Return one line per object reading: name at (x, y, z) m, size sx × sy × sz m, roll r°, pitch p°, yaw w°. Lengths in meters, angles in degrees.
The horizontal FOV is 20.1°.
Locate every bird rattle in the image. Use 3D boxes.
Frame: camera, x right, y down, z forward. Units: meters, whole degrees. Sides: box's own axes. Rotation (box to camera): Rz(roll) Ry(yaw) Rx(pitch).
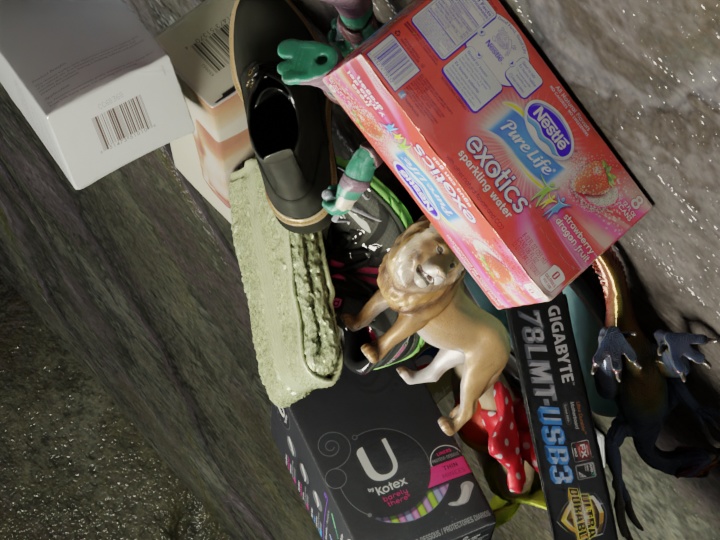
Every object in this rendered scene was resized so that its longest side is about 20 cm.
bird rattle at (0.114, 0.142, 1.724) m, size 0.164 × 0.112 × 0.200 m, roll 60°, pitch 174°, yaw 35°

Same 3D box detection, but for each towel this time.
towel at (-0.063, 0.003, 1.617) m, size 0.148 × 0.036 × 0.202 m, roll 146°, pitch 114°, yaw -68°

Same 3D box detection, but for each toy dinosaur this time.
toy dinosaur at (0.212, 0.083, 1.445) m, size 0.182 × 0.104 × 0.202 m, roll 72°, pitch -175°, yaw -71°

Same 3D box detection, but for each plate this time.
plate at (0.141, 0.027, 1.546) m, size 0.200 × 0.026 × 0.200 m, roll 46°, pitch 164°, yaw 18°

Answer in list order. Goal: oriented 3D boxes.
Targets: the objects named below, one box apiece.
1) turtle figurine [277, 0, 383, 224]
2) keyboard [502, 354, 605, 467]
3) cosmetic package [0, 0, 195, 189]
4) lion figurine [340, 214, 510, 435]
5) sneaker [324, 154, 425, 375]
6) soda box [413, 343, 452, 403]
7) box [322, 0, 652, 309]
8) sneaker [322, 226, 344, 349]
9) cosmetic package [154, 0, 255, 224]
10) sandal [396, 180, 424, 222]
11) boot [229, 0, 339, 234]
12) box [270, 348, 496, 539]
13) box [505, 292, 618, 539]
turtle figurine at (0.006, -0.126, 1.452) m, size 0.200 × 0.100 × 0.151 m, roll 55°, pitch -151°, yaw -56°
keyboard at (0.137, 0.093, 1.735) m, size 0.200 × 0.011 × 0.056 m, roll 42°, pitch 167°, yaw 29°
cosmetic package at (-0.227, -0.165, 1.626) m, size 0.200 × 0.112 × 0.082 m, roll 51°, pitch 164°, yaw 47°
lion figurine at (0.068, 0.040, 1.588) m, size 0.200 × 0.122 × 0.073 m, roll 44°, pitch -171°, yaw -46°
sneaker at (0.000, 0.000, 1.608) m, size 0.076 × 0.084 × 0.201 m, roll 21°, pitch 136°, yaw 46°
soda box at (0.031, 0.052, 1.824) m, size 0.068 × 0.064 × 0.201 m, roll 40°, pitch 160°, yaw 32°
box at (0.082, -0.084, 1.327) m, size 0.200 × 0.103 × 0.095 m, roll 51°, pitch 164°, yaw -7°
sneaker at (-0.045, 0.023, 1.723) m, size 0.074 × 0.080 × 0.201 m, roll 45°, pitch 142°, yaw 24°
cosmetic package at (-0.103, -0.138, 1.701) m, size 0.087 × 0.103 × 0.200 m, roll 46°, pitch 165°, yaw 20°
sandal at (0.042, -0.033, 1.636) m, size 0.075 × 0.048 × 0.201 m, roll 44°, pitch 163°, yaw 20°
boot at (-0.061, -0.144, 1.507) m, size 0.138 × 0.077 × 0.201 m, roll 65°, pitch -173°, yaw -69°
box at (0.016, 0.172, 1.719) m, size 0.106 × 0.121 × 0.201 m, roll 96°, pitch 149°, yaw -58°
box at (0.151, 0.147, 1.457) m, size 0.199 × 0.049 × 0.201 m, roll 68°, pitch -169°, yaw -61°
